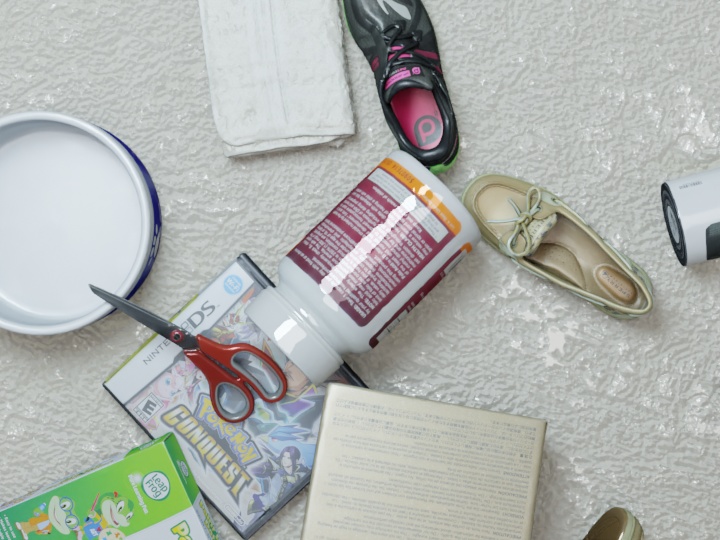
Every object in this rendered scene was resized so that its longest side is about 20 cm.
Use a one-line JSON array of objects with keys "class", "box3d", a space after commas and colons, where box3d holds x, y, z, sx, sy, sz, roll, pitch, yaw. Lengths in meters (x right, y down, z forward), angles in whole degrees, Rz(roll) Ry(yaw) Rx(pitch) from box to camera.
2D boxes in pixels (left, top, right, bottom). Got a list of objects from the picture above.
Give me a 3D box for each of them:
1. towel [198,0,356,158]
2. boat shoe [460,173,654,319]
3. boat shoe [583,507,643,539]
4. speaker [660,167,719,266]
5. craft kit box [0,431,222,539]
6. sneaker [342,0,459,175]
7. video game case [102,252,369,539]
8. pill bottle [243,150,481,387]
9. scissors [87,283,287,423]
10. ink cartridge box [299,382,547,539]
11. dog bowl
[{"class": "towel", "box3d": [-0.078, -0.207, 1.371, 0.132, 0.034, 0.201, -7, 91, 1]}, {"class": "boat shoe", "box3d": [0.181, -0.024, 1.352, 0.200, 0.063, 0.073, 31, 94, 1]}, {"class": "boat shoe", "box3d": [0.220, 0.312, 1.358, 0.063, 0.073, 0.200, 16, 104, -10]}, {"class": "speaker", "box3d": [0.376, -0.066, 1.335, 0.199, 0.081, 0.081, -14, 92, 2]}, {"class": "craft kit box", "box3d": [-0.222, 0.278, 1.378, 0.197, 0.049, 0.200, -24, 93, 6]}, {"class": "sneaker", "box3d": [0.042, -0.184, 1.340, 0.077, 0.084, 0.200, -24, 92, 1]}, {"class": "video game case", "box3d": [-0.108, 0.117, 1.387, 0.181, 0.026, 0.200, -43, 90, 3]}, {"class": "pill bottle", "box3d": [0.000, 0.000, 1.324, 0.200, 0.114, 0.114, -44, 90, -5]}, {"class": "scissors", "box3d": [-0.150, 0.059, 1.341, 0.073, 0.014, 0.200, -40, 108, 10]}, {"class": "ink cartridge box", "box3d": [0.054, 0.198, 1.322, 0.199, 0.075, 0.165, 10, 79, 0]}, {"class": "dog bowl", "box3d": [-0.284, -0.043, 1.362, 0.199, 0.079, 0.201, 0, 92, 2]}]
